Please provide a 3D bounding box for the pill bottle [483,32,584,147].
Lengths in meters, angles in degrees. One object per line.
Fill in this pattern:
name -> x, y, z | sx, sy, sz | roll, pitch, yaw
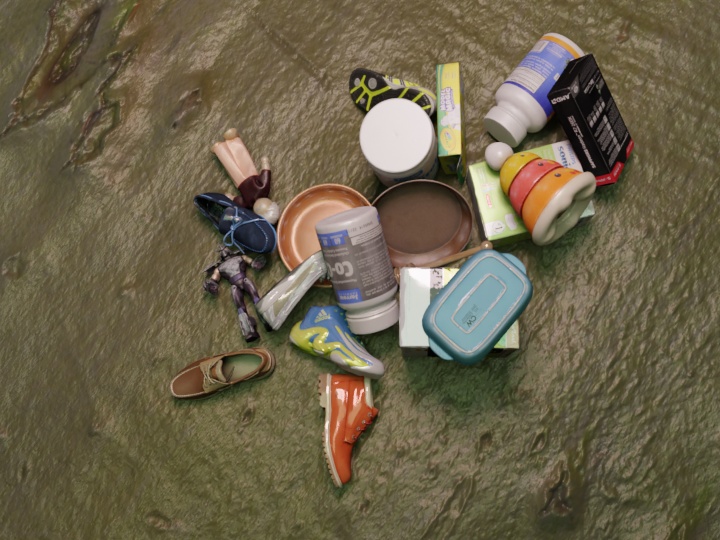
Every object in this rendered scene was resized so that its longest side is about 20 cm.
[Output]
pill bottle -> 0.323, -0.331, 1.352 | 0.112, 0.112, 0.200 | 39, 86, 11

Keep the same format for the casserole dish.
casserole dish -> 0.184, 0.054, 1.129 | 0.121, 0.039, 0.200 | 41, 86, 11

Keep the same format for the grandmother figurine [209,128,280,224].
grandmother figurine -> -0.219, -0.169, 1.399 | 0.121, 0.060, 0.201 | -42, 73, 30

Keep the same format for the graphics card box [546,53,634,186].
graphics card box -> 0.413, -0.266, 1.288 | 0.201, 0.051, 0.126 | 55, 52, -24

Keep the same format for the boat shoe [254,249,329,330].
boat shoe -> -0.099, 0.022, 1.308 | 0.202, 0.074, 0.065 | -41, 95, -17

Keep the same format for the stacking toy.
stacking toy -> 0.287, -0.154, 1.242 | 0.146, 0.146, 0.200 | -44, 65, -3

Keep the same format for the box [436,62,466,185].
box -> 0.171, -0.267, 1.352 | 0.048, 0.117, 0.202 | -4, 79, 13

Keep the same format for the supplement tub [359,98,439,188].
supplement tub -> 0.074, -0.219, 1.304 | 0.130, 0.200, 0.134 | -1, 87, 10

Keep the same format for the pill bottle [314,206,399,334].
pill bottle -> 0.000, 0.000, 1.257 | 0.113, 0.114, 0.202 | -16, 103, 2

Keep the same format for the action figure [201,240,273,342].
action figure -> -0.223, 0.030, 1.362 | 0.129, 0.069, 0.201 | -30, 75, 5

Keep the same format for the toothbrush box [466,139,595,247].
toothbrush box -> 0.308, -0.138, 1.331 | 0.198, 0.086, 0.147 | -15, 79, 4

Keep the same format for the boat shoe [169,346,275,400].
boat shoe -> -0.258, 0.184, 1.333 | 0.198, 0.074, 0.076 | -20, 78, 2

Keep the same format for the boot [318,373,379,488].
boot -> -0.017, 0.283, 1.295 | 0.106, 0.075, 0.202 | -3, 78, 0

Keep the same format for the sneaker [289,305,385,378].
sneaker -> -0.032, 0.119, 1.311 | 0.198, 0.076, 0.106 | 20, 76, 22

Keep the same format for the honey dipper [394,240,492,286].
honey dipper -> 0.147, -0.013, 1.316 | 0.198, 0.038, 0.038 | -18, 78, 22

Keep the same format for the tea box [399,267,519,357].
tea box -> 0.166, 0.078, 1.247 | 0.194, 0.200, 0.135 | 1, 79, 5

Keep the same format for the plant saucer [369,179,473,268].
plant saucer -> 0.104, -0.087, 1.311 | 0.198, 0.202, 0.035 | -8, 40, 4

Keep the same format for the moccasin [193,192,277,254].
moccasin -> -0.242, -0.084, 1.355 | 0.199, 0.068, 0.081 | 28, 106, 32

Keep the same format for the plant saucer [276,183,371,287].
plant saucer -> -0.060, -0.064, 1.378 | 0.198, 0.037, 0.203 | -1, 80, 6

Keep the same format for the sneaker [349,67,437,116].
sneaker -> 0.063, -0.338, 1.406 | 0.199, 0.076, 0.076 | 30, 118, 25
